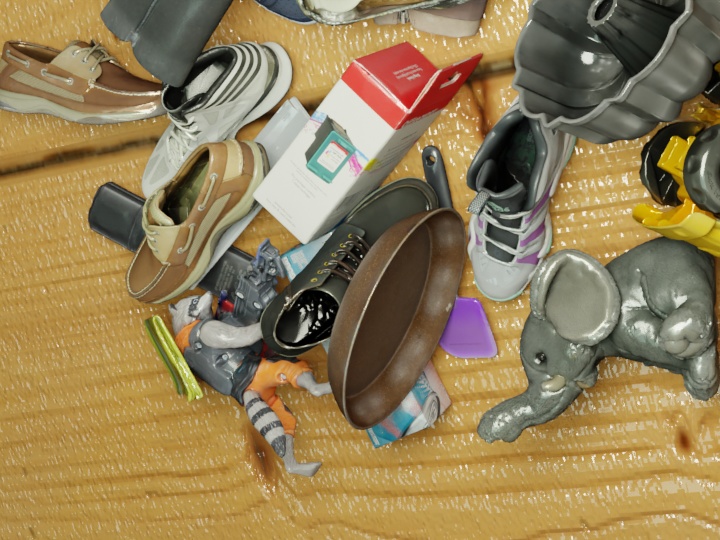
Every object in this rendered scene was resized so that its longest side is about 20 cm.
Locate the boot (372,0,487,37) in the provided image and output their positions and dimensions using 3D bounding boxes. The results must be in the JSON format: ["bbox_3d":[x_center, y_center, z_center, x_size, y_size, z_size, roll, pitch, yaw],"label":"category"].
[{"bbox_3d":[0.089,-0.266,1.222,0.199,0.070,0.147,9,116,23],"label":"boot"}]

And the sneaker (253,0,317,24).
[{"bbox_3d":[-0.119,-0.278,1.281,0.200,0.108,0.070,42,119,7],"label":"sneaker"}]

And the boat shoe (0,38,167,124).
[{"bbox_3d":[-0.264,-0.181,1.400,0.199,0.076,0.072,8,108,20],"label":"boat shoe"}]

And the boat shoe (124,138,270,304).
[{"bbox_3d":[-0.163,-0.050,1.340,0.200,0.074,0.076,-49,49,30],"label":"boat shoe"}]

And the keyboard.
[{"bbox_3d":[-0.110,-0.070,1.371,0.200,0.011,0.056,-49,59,19],"label":"keyboard"}]

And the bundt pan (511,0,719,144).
[{"bbox_3d":[0.211,-0.184,1.131,0.076,0.202,0.202,26,123,-28],"label":"bundt pan"}]

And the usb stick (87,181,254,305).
[{"bbox_3d":[-0.177,-0.024,1.435,0.200,0.033,0.056,27,109,14],"label":"usb stick"}]

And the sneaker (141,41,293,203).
[{"bbox_3d":[-0.160,-0.136,1.335,0.201,0.115,0.076,-47,66,26],"label":"sneaker"}]

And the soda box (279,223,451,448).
[{"bbox_3d":[0.005,0.055,1.354,0.063,0.068,0.200,-26,94,27],"label":"soda box"}]

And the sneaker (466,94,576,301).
[{"bbox_3d":[0.116,-0.054,1.229,0.077,0.140,0.201,17,112,18],"label":"sneaker"}]

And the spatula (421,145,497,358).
[{"bbox_3d":[0.079,-0.014,1.326,0.056,0.021,0.201,-4,102,30],"label":"spatula"}]

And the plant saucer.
[{"bbox_3d":[0.027,0.035,1.239,0.034,0.200,0.201,25,115,22],"label":"plant saucer"}]

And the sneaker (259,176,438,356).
[{"bbox_3d":[0.000,0.000,1.256,0.075,0.106,0.200,43,84,-6],"label":"sneaker"}]

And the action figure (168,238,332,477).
[{"bbox_3d":[-0.102,0.075,1.354,0.193,0.105,0.200,36,141,26],"label":"action figure"}]

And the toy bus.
[{"bbox_3d":[0.333,-0.087,1.127,0.192,0.136,0.201,26,91,-8],"label":"toy bus"}]

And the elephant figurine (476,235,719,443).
[{"bbox_3d":[0.193,0.044,1.226,0.199,0.155,0.142,-3,128,16],"label":"elephant figurine"}]

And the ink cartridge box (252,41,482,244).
[{"bbox_3d":[0.007,-0.125,1.270,0.067,0.116,0.200,43,118,7],"label":"ink cartridge box"}]

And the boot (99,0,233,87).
[{"bbox_3d":[-0.109,-0.226,1.204,0.200,0.066,0.165,-46,67,25],"label":"boot"}]

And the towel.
[{"bbox_3d":[-0.179,0.083,1.394,0.018,0.200,0.086,-30,93,-10],"label":"towel"}]

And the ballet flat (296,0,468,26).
[{"bbox_3d":[0.033,-0.234,1.184,0.200,0.072,0.072,-8,103,29],"label":"ballet flat"}]
